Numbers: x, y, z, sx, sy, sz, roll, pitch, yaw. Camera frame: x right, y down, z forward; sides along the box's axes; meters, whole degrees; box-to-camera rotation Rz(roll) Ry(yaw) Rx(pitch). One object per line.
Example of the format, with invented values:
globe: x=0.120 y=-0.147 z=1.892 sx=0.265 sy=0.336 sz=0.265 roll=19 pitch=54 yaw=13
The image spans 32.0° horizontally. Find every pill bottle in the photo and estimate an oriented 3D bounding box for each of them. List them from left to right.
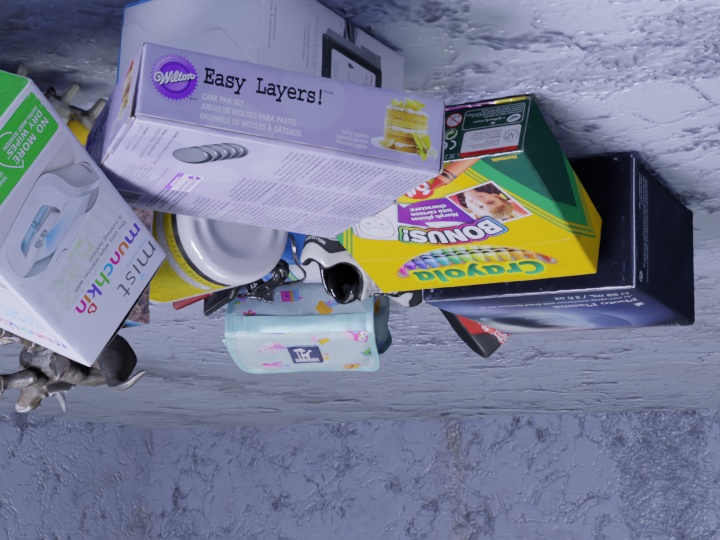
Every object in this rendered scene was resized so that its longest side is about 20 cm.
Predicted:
pill bottle: x=-0.166 y=-0.029 z=1.157 sx=0.111 sy=0.112 sz=0.200 roll=11 pitch=164 yaw=-38

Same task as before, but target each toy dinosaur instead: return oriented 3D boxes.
toy dinosaur: x=-0.228 y=0.068 z=1.000 sx=0.200 sy=0.077 sz=0.102 roll=-15 pitch=171 yaw=38

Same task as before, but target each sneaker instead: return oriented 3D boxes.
sneaker: x=0.000 y=0.000 z=1.225 sx=0.075 sy=0.088 sz=0.200 roll=8 pitch=158 yaw=36
sneaker: x=0.118 y=-0.009 z=1.333 sx=0.202 sy=0.108 sz=0.067 roll=53 pitch=168 yaw=-32

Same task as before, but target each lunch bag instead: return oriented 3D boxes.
lunch bag: x=-0.054 y=0.051 z=1.393 sx=0.170 sy=0.122 sz=0.200 roll=-1 pitch=-172 yaw=6

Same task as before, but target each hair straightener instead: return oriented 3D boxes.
hair straightener: x=-0.110 y=0.005 z=1.238 sx=0.077 sy=0.041 sz=0.200 roll=15 pitch=153 yaw=-31

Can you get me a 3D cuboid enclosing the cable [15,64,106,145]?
cable: x=-0.271 y=-0.062 z=0.925 sx=0.097 sy=0.200 sz=0.050 roll=22 pitch=-168 yaw=-32

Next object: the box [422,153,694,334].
box: x=0.188 y=-0.014 z=1.160 sx=0.199 sy=0.124 sz=0.198 roll=-5 pitch=167 yaw=29

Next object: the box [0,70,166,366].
box: x=-0.250 y=-0.049 z=0.776 sx=0.200 sy=0.097 sz=0.177 roll=18 pitch=155 yaw=30

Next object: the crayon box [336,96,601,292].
crayon box: x=0.073 y=-0.054 z=1.015 sx=0.199 sy=0.058 sz=0.173 roll=-6 pitch=145 yaw=29

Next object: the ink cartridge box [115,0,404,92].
ink cartridge box: x=-0.049 y=-0.120 z=0.826 sx=0.116 sy=0.068 sz=0.200 roll=-5 pitch=165 yaw=32

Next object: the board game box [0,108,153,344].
board game box: x=-0.274 y=-0.030 z=1.053 sx=0.200 sy=0.160 sz=0.097 roll=-9 pitch=164 yaw=38

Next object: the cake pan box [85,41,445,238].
cake pan box: x=-0.069 y=-0.071 z=0.778 sx=0.184 sy=0.052 sz=0.200 roll=10 pitch=166 yaw=-18

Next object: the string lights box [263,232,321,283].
string lights box: x=-0.117 y=-0.023 z=1.300 sx=0.199 sy=0.059 sz=0.103 roll=0 pitch=167 yaw=9
